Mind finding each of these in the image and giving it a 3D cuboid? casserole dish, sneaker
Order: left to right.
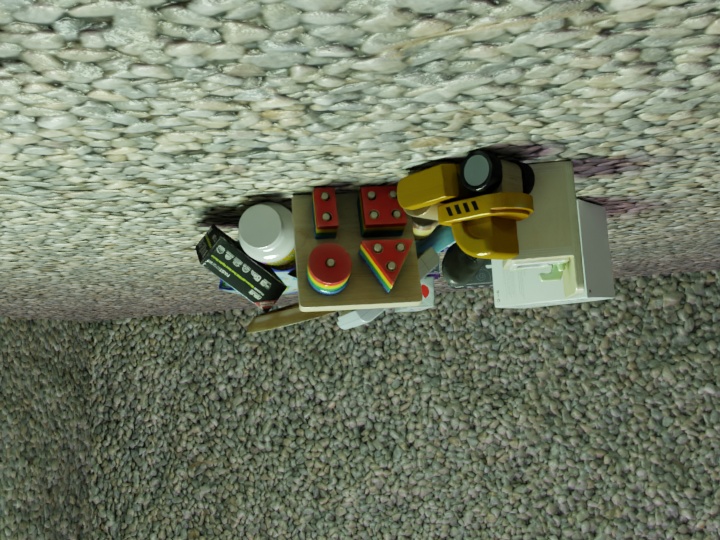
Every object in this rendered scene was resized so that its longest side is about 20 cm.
[{"bbox_3d":[0.153,-0.064,1.473,0.121,0.039,0.200,-40,-176,-39],"label":"casserole dish"},{"bbox_3d":[0.224,-0.055,1.397,0.076,0.200,0.091,39,161,4],"label":"sneaker"}]

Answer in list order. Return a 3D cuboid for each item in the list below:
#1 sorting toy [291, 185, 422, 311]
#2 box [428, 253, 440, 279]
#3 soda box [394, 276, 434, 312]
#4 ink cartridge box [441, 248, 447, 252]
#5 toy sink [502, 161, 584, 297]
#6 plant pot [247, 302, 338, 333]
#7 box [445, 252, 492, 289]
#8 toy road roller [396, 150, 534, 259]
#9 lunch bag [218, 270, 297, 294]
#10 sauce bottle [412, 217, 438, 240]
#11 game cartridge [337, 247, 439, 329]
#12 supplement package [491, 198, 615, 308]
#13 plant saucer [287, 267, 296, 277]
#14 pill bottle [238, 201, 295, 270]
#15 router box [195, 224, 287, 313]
[{"bbox_3d":[-0.005,-0.044,1.203,0.198,0.201,0.070,-2,158,-9],"label":"sorting toy"},{"bbox_3d":[0.080,-0.031,1.697,0.198,0.105,0.148,-5,174,6],"label":"box"},{"bbox_3d":[0.120,0.056,1.710,0.063,0.069,0.200,-2,174,-6],"label":"soda box"},{"bbox_3d":[0.220,-0.076,1.647,0.093,0.045,0.200,-3,174,5],"label":"ink cartridge box"},{"bbox_3d":[0.280,-0.056,1.186,0.111,0.202,0.130,-5,174,7],"label":"toy sink"},{"bbox_3d":[-0.112,0.075,1.359,0.198,0.028,0.200,-14,-179,0],"label":"plant pot"},{"bbox_3d":[0.307,-0.025,1.784,0.198,0.124,0.106,-6,173,14],"label":"box"},{"bbox_3d":[0.159,-0.084,1.108,0.199,0.148,0.122,-10,170,42],"label":"toy road roller"},{"bbox_3d":[-0.198,-0.004,1.684,0.169,0.129,0.199,3,180,-42],"label":"lunch bag"},{"bbox_3d":[0.107,-0.089,1.385,0.065,0.067,0.200,-3,171,-3],"label":"sauce bottle"},{"bbox_3d":[0.053,0.034,1.370,0.200,0.042,0.133,-39,-172,-23],"label":"game cartridge"},{"bbox_3d":[0.384,-0.028,1.512,0.199,0.193,0.146,-8,172,39],"label":"supplement package"},{"bbox_3d":[-0.051,-0.036,1.450,0.200,0.037,0.200,-35,-176,3],"label":"plant saucer"},{"bbox_3d":[-0.154,-0.061,1.317,0.103,0.105,0.200,-4,173,6],"label":"pill bottle"},{"bbox_3d":[-0.224,-0.007,1.380,0.150,0.062,0.200,39,178,-17],"label":"router box"}]
